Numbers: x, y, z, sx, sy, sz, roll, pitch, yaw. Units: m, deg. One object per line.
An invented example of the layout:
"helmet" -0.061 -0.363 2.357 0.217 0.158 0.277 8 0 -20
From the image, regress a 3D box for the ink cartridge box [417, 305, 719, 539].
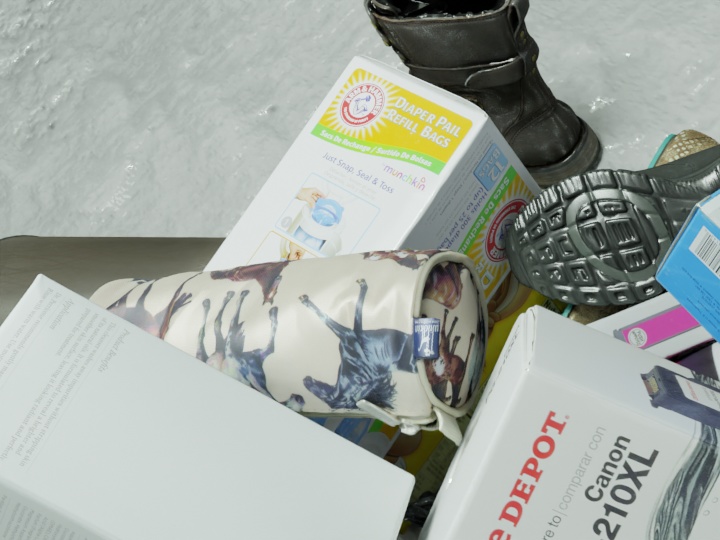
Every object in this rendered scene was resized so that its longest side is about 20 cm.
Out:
"ink cartridge box" 0.135 0.125 0.640 0.084 0.200 0.145 -63 -4 -71

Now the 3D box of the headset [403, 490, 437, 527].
"headset" 0.015 0.217 0.769 0.123 0.094 0.200 23 84 45

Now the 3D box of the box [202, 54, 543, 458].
"box" 0.000 0.000 0.815 0.101 0.112 0.200 30 83 35

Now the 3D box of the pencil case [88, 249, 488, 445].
"pencil case" -0.042 0.040 0.702 0.200 0.078 0.090 -5 53 23

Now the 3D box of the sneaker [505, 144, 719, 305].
"sneaker" 0.179 -0.030 0.798 0.200 0.091 0.076 -15 87 14

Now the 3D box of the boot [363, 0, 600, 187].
"boot" 0.052 -0.126 0.960 0.200 0.174 0.069 -1 57 37

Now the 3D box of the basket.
"basket" -0.156 0.038 1.013 0.200 0.180 0.136 -3 94 28

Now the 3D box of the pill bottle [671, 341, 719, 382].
"pill bottle" 0.170 0.100 0.733 0.200 0.111 0.112 -26 45 18

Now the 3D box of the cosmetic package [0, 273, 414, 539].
"cosmetic package" -0.088 0.103 0.643 0.081 0.200 0.113 -56 4 42

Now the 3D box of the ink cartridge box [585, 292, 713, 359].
"ink cartridge box" 0.194 0.016 0.773 0.200 0.095 0.037 -24 82 -9

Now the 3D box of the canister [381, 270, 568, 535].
"canister" 0.032 0.046 0.903 0.148 0.087 0.200 29 79 44

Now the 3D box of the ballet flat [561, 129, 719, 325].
"ballet flat" 0.170 0.006 0.847 0.065 0.071 0.200 22 75 30

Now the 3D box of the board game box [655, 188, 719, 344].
"board game box" 0.264 0.012 0.612 0.196 0.056 0.200 -31 68 -27
